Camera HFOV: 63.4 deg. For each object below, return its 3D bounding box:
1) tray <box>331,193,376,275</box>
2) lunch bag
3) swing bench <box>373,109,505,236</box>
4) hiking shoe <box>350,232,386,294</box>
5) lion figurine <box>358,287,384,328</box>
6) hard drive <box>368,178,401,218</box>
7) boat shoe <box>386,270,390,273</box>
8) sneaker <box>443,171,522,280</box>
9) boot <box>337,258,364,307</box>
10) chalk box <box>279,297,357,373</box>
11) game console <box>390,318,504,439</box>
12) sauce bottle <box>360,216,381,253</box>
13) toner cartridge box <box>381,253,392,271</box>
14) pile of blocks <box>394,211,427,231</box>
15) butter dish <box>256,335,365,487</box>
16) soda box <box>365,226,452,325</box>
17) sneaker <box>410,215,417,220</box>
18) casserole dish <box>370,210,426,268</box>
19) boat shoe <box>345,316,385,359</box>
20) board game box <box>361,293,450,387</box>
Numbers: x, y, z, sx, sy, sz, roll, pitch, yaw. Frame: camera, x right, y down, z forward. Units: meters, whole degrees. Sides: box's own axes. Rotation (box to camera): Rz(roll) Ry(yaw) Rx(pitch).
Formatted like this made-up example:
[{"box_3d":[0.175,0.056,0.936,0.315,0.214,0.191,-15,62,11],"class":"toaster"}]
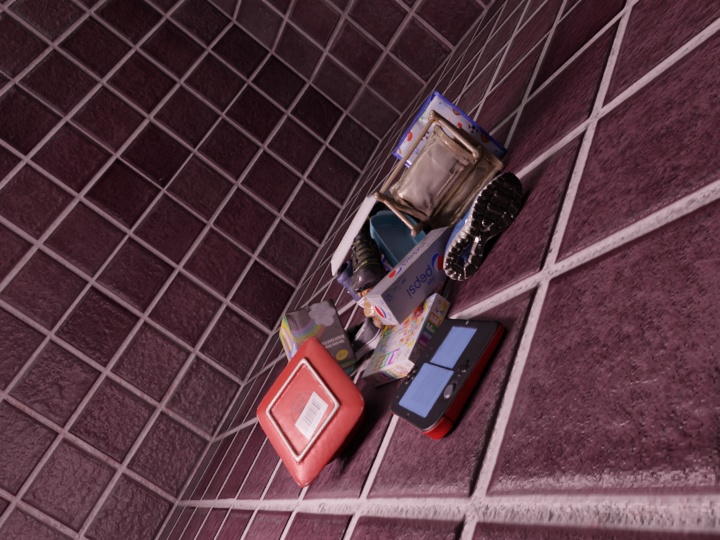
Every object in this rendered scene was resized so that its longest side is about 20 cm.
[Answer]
[{"box_3d":[-0.017,-0.088,1.305,0.204,0.022,0.107,-60,6,6],"class":"tray"},{"box_3d":[0.190,-0.266,1.286,0.172,0.197,0.124,-53,10,12],"class":"lunch bag"},{"box_3d":[0.161,-0.180,1.163,0.201,0.130,0.198,-52,-21,19],"class":"swing bench"},{"box_3d":[0.005,-0.019,1.145,0.073,0.104,0.200,-22,4,5],"class":"hiking shoe"},{"box_3d":[0.073,0.041,1.176,0.197,0.074,0.121,-33,10,-30],"class":"lion figurine"},{"box_3d":[0.087,-0.178,1.380,0.137,0.033,0.201,-31,12,13],"class":"hard drive"},{"box_3d":[0.059,0.042,1.330,0.066,0.072,0.201,-58,9,12],"class":"boat shoe"},{"box_3d":[0.204,-0.085,1.017,0.203,0.077,0.090,-55,13,13],"class":"sneaker"},{"box_3d":[0.000,0.000,1.312,0.073,0.090,0.201,-43,12,17],"class":"boot"},{"box_3d":[-0.089,0.191,1.293,0.121,0.205,0.125,-16,-21,-21],"class":"chalk box"},{"box_3d":[0.119,0.147,0.850,0.180,0.031,0.199,-59,11,-10],"class":"game console"},{"box_3d":[0.031,-0.083,1.342,0.067,0.065,0.201,-53,9,12],"class":"sauce bottle"},{"box_3d":[0.082,-0.024,1.365,0.044,0.094,0.200,-51,11,5],"class":"toner cartridge box"},{"box_3d":[0.113,-0.080,1.358,0.083,0.062,0.199,-55,-20,9],"class":"pile of blocks"},{"box_3d":[-0.068,0.267,1.092,0.202,0.147,0.199,-53,51,7],"class":"butter dish"},{"box_3d":[0.103,0.009,1.070,0.200,0.069,0.063,-44,16,-23],"class":"soda box"},{"box_3d":[0.143,-0.155,1.471,0.090,0.067,0.199,-39,-13,13],"class":"sneaker"},{"box_3d":[0.091,-0.047,1.197,0.202,0.118,0.040,57,139,35],"class":"casserole dish"},{"box_3d":[-0.011,0.157,1.326,0.200,0.067,0.073,-42,17,57],"class":"boat shoe"},{"box_3d":[0.080,0.132,1.068,0.137,0.034,0.200,-63,11,-28],"class":"board game box"}]
